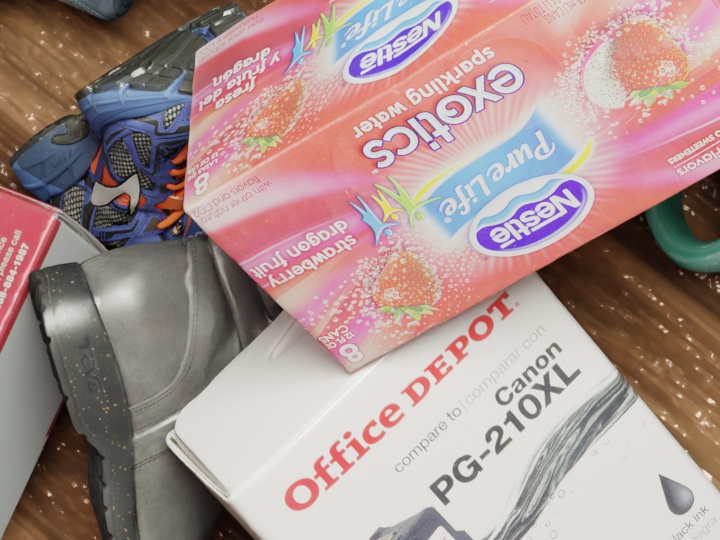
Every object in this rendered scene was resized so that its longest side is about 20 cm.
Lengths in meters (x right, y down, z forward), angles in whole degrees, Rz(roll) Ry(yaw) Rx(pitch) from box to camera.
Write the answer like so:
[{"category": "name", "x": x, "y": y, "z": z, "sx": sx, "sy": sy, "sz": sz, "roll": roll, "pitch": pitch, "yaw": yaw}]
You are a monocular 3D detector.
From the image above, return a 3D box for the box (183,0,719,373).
[{"category": "box", "x": 0.045, "y": -0.065, "z": 1.008, "sx": 0.199, "sy": 0.103, "sz": 0.095, "roll": -29, "pitch": 35, "yaw": 23}]

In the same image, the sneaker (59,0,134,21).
[{"category": "sneaker", "x": -0.189, "y": -0.140, "z": 1.250, "sx": 0.199, "sy": 0.078, "sz": 0.087, "roll": 25, "pitch": 93, "yaw": 17}]

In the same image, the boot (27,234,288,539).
[{"category": "boot", "x": -0.046, "y": 0.068, "z": 1.147, "sx": 0.131, "sy": 0.070, "sz": 0.201, "roll": -18, "pitch": 121, "yaw": -9}]

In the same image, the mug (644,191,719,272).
[{"category": "mug", "x": 0.200, "y": -0.081, "z": 1.148, "sx": 0.184, "sy": 0.152, "sz": 0.115, "roll": -17, "pitch": 75, "yaw": -6}]

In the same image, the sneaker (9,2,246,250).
[{"category": "sneaker", "x": -0.076, "y": -0.049, "z": 1.162, "sx": 0.075, "sy": 0.200, "sz": 0.079, "roll": -36, "pitch": 93, "yaw": -22}]

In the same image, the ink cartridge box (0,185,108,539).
[{"category": "ink cartridge box", "x": -0.222, "y": 0.018, "z": 1.189, "sx": 0.199, "sy": 0.083, "sz": 0.146, "roll": 21, "pitch": 81, "yaw": 21}]

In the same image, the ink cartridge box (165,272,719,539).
[{"category": "ink cartridge box", "x": 0.046, "y": 0.091, "z": 1.113, "sx": 0.145, "sy": 0.084, "sz": 0.200, "roll": -44, "pitch": 115, "yaw": -5}]
